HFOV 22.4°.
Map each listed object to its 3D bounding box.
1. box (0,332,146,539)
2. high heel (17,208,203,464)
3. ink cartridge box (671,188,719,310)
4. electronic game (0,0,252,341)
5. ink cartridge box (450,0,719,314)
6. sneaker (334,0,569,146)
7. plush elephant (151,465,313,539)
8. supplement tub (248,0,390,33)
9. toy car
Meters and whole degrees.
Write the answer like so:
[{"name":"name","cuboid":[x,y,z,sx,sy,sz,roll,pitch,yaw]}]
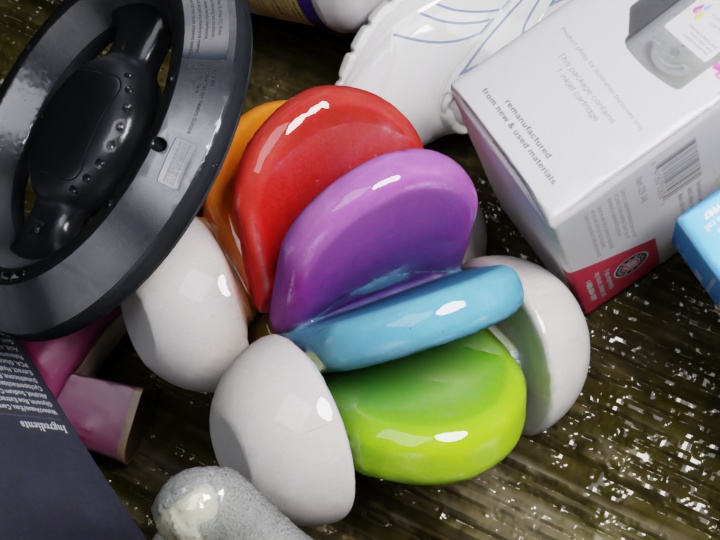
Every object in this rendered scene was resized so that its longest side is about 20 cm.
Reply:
[{"name":"box","cuboid":[-0.241,0.111,0.845,0.197,0.117,0.200,-44,66,16]},{"name":"high heel","cuboid":[-0.133,-0.008,0.907,0.096,0.067,0.201,15,79,8]},{"name":"ink cartridge box","cuboid":[0.238,0.031,0.784,0.116,0.068,0.200,-34,80,2]},{"name":"electronic game","cuboid":[-0.121,-0.061,0.843,0.200,0.042,0.201,-29,47,36]},{"name":"ink cartridge box","cuboid":[0.151,-0.083,0.816,0.200,0.148,0.086,-36,68,-1]},{"name":"sneaker","cuboid":[0.071,-0.109,0.881,0.200,0.075,0.087,-37,58,2]},{"name":"plush elephant","cuboid":[-0.044,0.201,0.752,0.200,0.165,0.155,38,72,-3]},{"name":"supplement tub","cuboid":[-0.070,-0.207,0.919,0.199,0.145,0.146,14,76,19]},{"name":"toy car","cuboid":[0.000,0.000,0.793,0.174,0.150,0.200,-18,47,-25]}]
